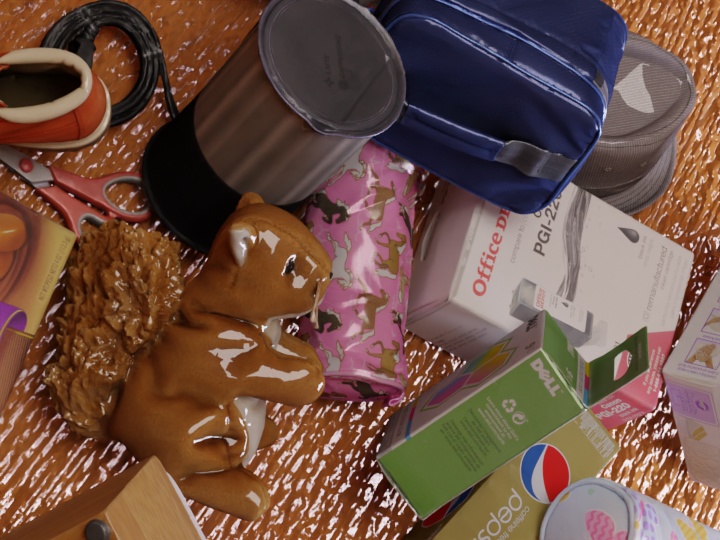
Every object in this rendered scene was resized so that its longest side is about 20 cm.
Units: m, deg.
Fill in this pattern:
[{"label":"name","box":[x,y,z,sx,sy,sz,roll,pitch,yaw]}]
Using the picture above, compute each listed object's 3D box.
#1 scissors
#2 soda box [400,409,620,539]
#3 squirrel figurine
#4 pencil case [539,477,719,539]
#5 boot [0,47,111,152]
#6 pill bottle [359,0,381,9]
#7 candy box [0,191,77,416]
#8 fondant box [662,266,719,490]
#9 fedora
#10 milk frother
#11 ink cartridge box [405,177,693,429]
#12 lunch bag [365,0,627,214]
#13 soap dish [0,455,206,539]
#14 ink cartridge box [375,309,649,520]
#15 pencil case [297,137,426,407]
[{"label":"scissors","box":[-0.228,-0.061,1.654,0.199,0.014,0.074,23,67,-25]},{"label":"soda box","box":[0.103,0.176,1.747,0.200,0.068,0.064,-43,99,-32]},{"label":"squirrel figurine","box":[-0.114,0.036,1.592,0.198,0.142,0.188,20,109,2]},{"label":"pencil case","box":[0.216,0.218,1.755,0.200,0.090,0.084,30,37,-48]},{"label":"boot","box":[-0.268,-0.118,1.569,0.198,0.107,0.076,-4,84,-3]},{"label":"pill bottle","box":[-0.033,-0.260,1.767,0.199,0.111,0.112,20,67,-24]},{"label":"candy box","box":[-0.282,0.040,1.570,0.116,0.056,0.201,30,62,-20]},{"label":"fondant box","box":[0.315,0.056,1.867,0.201,0.058,0.145,-57,145,-30]},{"label":"fedora","box":[0.198,-0.134,1.878,0.199,0.090,0.179,-2,77,-31]},{"label":"milk frother","box":[-0.102,-0.133,1.642,0.199,0.188,0.182,9,59,-29]},{"label":"ink cartridge box","box":[0.144,0.013,1.809,0.199,0.085,0.147,27,63,-19]},{"label":"lunch bag","box":[0.083,-0.143,1.702,0.199,0.136,0.133,25,44,-8]},{"label":"soap dish","box":[-0.176,0.231,1.493,0.158,0.199,0.081,62,25,2]},{"label":"ink cartridge box","box":[0.110,0.088,1.691,0.059,0.199,0.104,53,14,-8]},{"label":"pencil case","box":[0.000,0.000,1.732,0.083,0.086,0.202,46,46,-63]}]
